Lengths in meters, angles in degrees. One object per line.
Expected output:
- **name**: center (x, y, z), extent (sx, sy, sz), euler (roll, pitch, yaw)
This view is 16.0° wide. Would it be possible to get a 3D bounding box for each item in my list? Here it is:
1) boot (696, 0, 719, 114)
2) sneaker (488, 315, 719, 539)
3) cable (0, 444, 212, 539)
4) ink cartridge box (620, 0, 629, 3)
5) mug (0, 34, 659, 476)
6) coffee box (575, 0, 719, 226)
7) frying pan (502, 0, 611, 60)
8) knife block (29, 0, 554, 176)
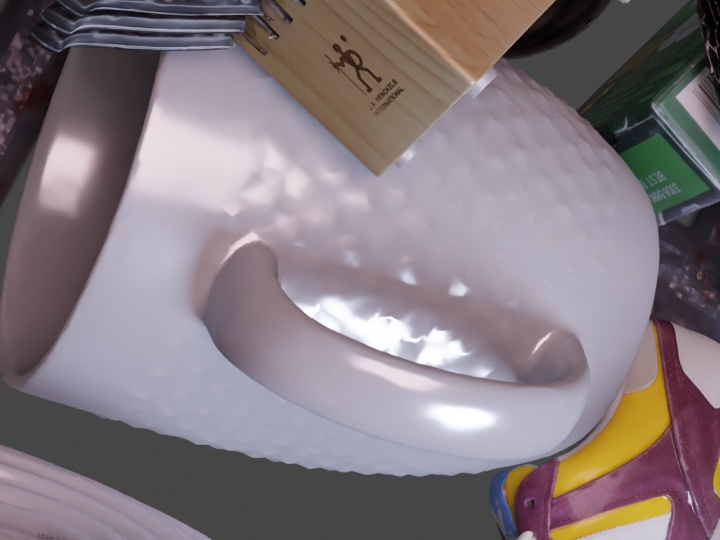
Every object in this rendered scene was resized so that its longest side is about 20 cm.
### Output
- **boot**: center (0.177, -0.123, 0.778), extent (0.174, 0.069, 0.200), euler (-5, 87, -20)
- **sneaker**: center (0.074, 0.111, 0.846), extent (0.090, 0.075, 0.200), euler (25, 70, -5)
- **cable**: center (-0.119, 0.093, 0.715), extent (0.200, 0.200, 0.069), euler (7, 104, -55)
- **ink cartridge box**: center (-0.009, -0.177, 0.811), extent (0.200, 0.043, 0.196), euler (20, 50, -18)
- **mug**: center (0.000, 0.000, 0.767), extent (0.175, 0.200, 0.148), euler (18, 108, -18)
- **coffee box**: center (0.151, -0.092, 0.865), extent (0.200, 0.123, 0.044), euler (-44, 96, -19)
- **frying pan**: center (0.012, -0.150, 0.874), extent (0.115, 0.031, 0.190), euler (-36, 82, -24)
- **knife block**: center (-0.016, -0.124, 0.701), extent (0.176, 0.064, 0.200), euler (46, 57, -2)
